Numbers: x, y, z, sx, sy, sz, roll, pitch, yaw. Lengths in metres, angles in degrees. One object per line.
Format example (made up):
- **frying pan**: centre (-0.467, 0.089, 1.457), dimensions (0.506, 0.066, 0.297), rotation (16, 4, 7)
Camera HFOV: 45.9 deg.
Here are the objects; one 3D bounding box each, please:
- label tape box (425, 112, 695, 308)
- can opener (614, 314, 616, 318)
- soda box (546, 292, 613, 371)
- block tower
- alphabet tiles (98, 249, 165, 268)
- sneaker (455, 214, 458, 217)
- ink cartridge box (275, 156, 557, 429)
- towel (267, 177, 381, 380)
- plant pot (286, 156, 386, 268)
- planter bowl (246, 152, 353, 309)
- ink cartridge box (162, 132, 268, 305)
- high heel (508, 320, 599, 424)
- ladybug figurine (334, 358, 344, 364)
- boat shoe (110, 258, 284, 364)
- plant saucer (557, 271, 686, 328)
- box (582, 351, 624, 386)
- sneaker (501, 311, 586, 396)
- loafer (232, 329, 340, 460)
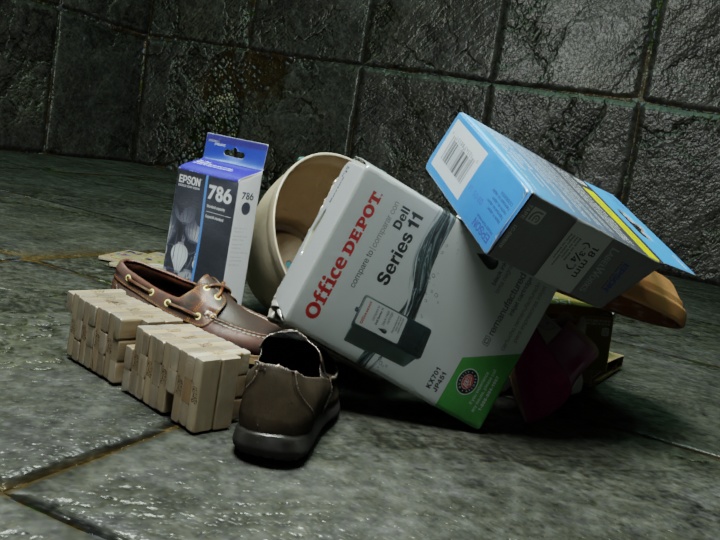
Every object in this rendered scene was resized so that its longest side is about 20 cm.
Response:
- **label tape box**: centre (0.167, -0.041, 0.723), dimensions (0.197, 0.064, 0.145), rotation (22, 25, -30)
- **can opener**: centre (0.225, 0.007, 1.048), dimensions (0.198, 0.054, 0.067), rotation (35, -18, 21)
- **soda box**: centre (0.181, 0.063, 0.964), dimensions (0.194, 0.069, 0.064), rotation (4, 23, 8)
- **block tower**: centre (-0.165, 0.066, 0.675), dimensions (0.198, 0.059, 0.053), rotation (20, 13, 42)
- **alphabet tiles**: centre (-0.265, -0.005, 1.224), dimensions (0.195, 0.007, 0.166), rotation (11, 8, 8)
- **sneaker**: centre (0.122, -0.011, 0.951), dimensions (0.198, 0.074, 0.113), rotation (-29, -31, 29)
- **ink cartridge box**: centre (0.045, 0.018, 0.724), dimensions (0.197, 0.149, 0.083), rotation (29, 4, -13)
- **towel**: centre (0.000, 0.000, 0.834), dimensions (0.130, 0.035, 0.202), rotation (26, 51, -4)
- **plant pot**: centre (-0.038, -0.059, 1.225), dimensions (0.195, 0.193, 0.200), rotation (10, 8, -1)
- **planter bowl**: centre (-0.057, -0.020, 1.007), dimensions (0.197, 0.206, 0.133), rotation (3, -15, -40)
- **ink cartridge box**: centre (-0.159, -0.042, 0.898), dimensions (0.098, 0.205, 0.039), rotation (14, 6, 36)
- **high heel**: centre (0.125, 0.055, 0.817), dimensions (0.200, 0.096, 0.068), rotation (43, -17, 26)
- **ladybug figurine**: centre (-0.007, 0.024, 0.883), dimensions (0.135, 0.072, 0.201), rotation (35, 51, 4)
- **boat shoe**: centre (-0.158, 0.039, 0.825), dimensions (0.195, 0.072, 0.070), rotation (13, 7, 13)
- **plant saucer**: centre (0.227, 0.006, 0.841), dimensions (0.196, 0.038, 0.200), rotation (22, -1, 1)
- **box**: centre (0.214, 0.096, 1.061), dimensions (0.196, 0.022, 0.162), rotation (14, 9, 29)
- **sneaker**: centre (0.151, 0.073, 0.880), dimensions (0.196, 0.094, 0.075), rotation (5, 10, -28)
- **loafer**: centre (-0.047, 0.081, 0.652), dimensions (0.071, 0.073, 0.200), rotation (10, 8, 0)
